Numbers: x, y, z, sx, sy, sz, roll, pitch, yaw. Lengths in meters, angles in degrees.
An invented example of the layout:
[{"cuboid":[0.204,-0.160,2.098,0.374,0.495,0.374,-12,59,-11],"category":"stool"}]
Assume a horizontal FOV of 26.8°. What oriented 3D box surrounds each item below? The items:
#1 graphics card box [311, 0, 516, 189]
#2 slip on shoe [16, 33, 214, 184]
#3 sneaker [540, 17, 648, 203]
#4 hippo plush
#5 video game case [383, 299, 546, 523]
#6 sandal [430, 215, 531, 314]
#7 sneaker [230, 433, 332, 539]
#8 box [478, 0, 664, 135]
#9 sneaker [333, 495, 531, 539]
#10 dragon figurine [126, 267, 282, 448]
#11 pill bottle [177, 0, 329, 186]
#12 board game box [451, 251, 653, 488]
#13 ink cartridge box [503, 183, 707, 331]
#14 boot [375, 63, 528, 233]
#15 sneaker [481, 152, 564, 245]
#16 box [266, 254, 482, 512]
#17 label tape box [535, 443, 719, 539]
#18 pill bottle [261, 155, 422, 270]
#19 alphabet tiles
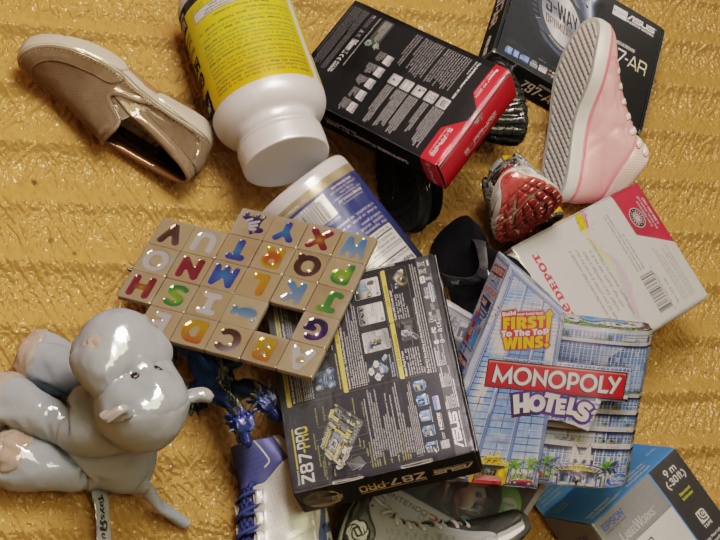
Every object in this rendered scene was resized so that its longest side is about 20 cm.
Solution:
[{"cuboid":[0.039,-0.176,1.492,0.200,0.051,0.126,29,74,28],"category":"graphics card box"},{"cuboid":[-0.231,-0.148,1.410,0.200,0.076,0.061,32,50,-20],"category":"slip on shoe"},{"cuboid":[0.263,-0.167,1.636,0.104,0.075,0.201,7,98,-25],"category":"sneaker"},{"cuboid":[-0.217,0.120,1.239,0.159,0.161,0.201,-14,75,-31],"category":"hippo plush"},{"cuboid":[0.098,0.153,1.401,0.181,0.023,0.200,30,96,-12],"category":"video game case"},{"cuboid":[0.104,-0.002,1.461,0.076,0.200,0.043,-46,116,3],"category":"sandal"},{"cuboid":[-0.084,0.245,1.301,0.115,0.081,0.200,-13,76,-33],"category":"sneaker"},{"cuboid":[0.240,-0.251,1.714,0.199,0.044,0.161,28,59,-14],"category":"box"},{"cuboid":[0.051,0.230,1.367,0.199,0.075,0.116,-23,77,-21],"category":"sneaker"},{"cuboid":[-0.134,0.067,1.344,0.059,0.099,0.201,-18,77,-32],"category":"dragon figurine"},{"cuboid":[-0.099,-0.186,1.453,0.112,0.113,0.201,-5,61,-29],"category":"pill bottle"},{"cuboid":[0.163,0.091,1.354,0.199,0.062,0.201,6,102,-8],"category":"board game box"},{"cuboid":[0.239,0.017,1.568,0.200,0.086,0.148,-25,82,-32],"category":"ink cartridge box"},{"cuboid":[0.100,-0.132,1.567,0.157,0.079,0.212,6,65,-25],"category":"boot"},{"cuboid":[0.151,-0.076,1.520,0.078,0.200,0.082,-35,81,3],"category":"sneaker"},{"cuboid":[0.009,0.095,1.310,0.160,0.049,0.201,-13,58,3],"category":"box"},{"cuboid":[0.272,0.247,1.494,0.144,0.063,0.200,-33,86,-35],"category":"label tape box"},{"cuboid":[0.000,0.000,1.437,0.111,0.111,0.200,-37,88,-34],"category":"pill bottle"},{"cuboid":[-0.105,0.010,1.338,0.199,0.008,0.168,13,51,15],"category":"alphabet tiles"}]
